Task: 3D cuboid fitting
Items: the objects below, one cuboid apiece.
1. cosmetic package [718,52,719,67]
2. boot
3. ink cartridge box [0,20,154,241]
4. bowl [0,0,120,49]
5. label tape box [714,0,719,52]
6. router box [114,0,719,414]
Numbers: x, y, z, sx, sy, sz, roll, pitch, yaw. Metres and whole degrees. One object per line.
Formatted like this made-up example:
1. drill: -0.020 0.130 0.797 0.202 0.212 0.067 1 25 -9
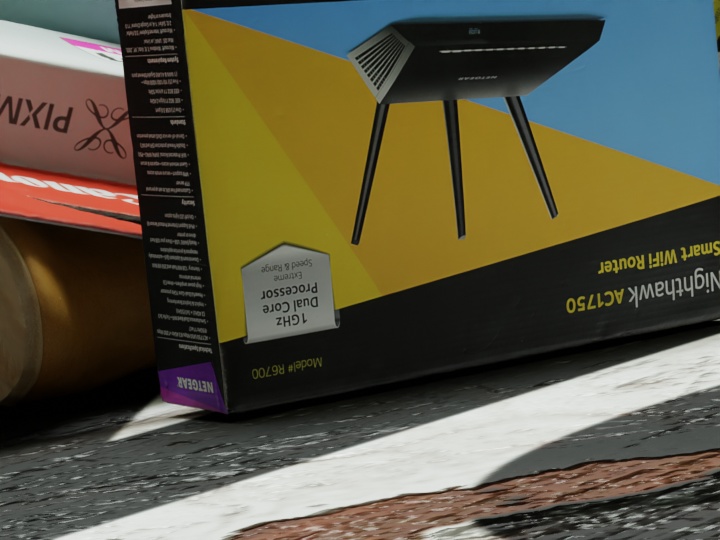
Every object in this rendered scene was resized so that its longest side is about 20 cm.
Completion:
1. cosmetic package: 0.212 -0.073 1.224 0.151 0.052 0.200 23 -11 -28
2. boot: -0.067 0.002 1.020 0.144 0.071 0.201 -8 1 -11
3. ink cartridge box: -0.106 -0.051 0.975 0.200 0.044 0.174 9 9 -34
4. bowl: -0.152 -0.088 1.153 0.201 0.105 0.201 34 -10 7
5. label tape box: 0.080 -0.119 1.070 0.200 0.066 0.143 -17 -16 -8
6. router box: 0.025 -0.044 0.931 0.200 0.149 0.051 -10 8 -30
